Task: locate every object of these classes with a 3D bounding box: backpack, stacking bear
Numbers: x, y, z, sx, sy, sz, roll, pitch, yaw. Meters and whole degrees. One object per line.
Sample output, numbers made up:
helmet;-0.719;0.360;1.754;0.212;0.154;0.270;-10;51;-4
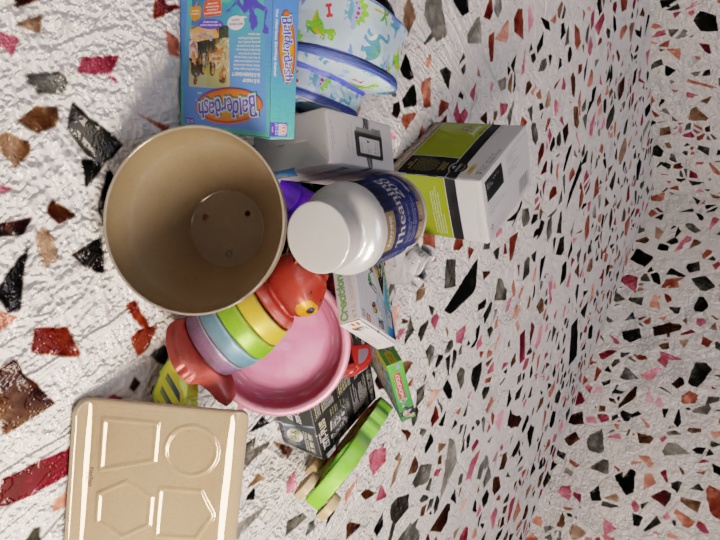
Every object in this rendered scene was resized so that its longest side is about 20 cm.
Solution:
backpack;-0.049;-0.272;0.829;0.182;0.199;0.148;5;97;-57
stacking bear;-0.130;0.055;0.815;0.199;0.114;0.122;-35;140;3

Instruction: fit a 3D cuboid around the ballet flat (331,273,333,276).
ballet flat;-0.001;-0.022;1.108;0.070;0.065;0.202;17;87;-60

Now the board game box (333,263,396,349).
board game box;0.000;0.000;0.934;0.126;0.034;0.202;40;37;-57

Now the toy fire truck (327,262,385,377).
toy fire truck;-0.011;0.058;0.999;0.140;0.049;0.202;-4;72;-41

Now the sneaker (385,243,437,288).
sneaker;0.077;-0.063;1.166;0.075;0.114;0.202;-23;120;-51

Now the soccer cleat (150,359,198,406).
soccer cleat;-0.227;0.205;0.829;0.065;0.083;0.202;7;95;-57

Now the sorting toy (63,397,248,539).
sorting toy;-0.241;0.246;0.780;0.036;0.198;0.187;-135;-128;-76

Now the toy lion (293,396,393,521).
toy lion;-0.016;0.297;1.089;0.192;0.069;0.200;-50;177;2

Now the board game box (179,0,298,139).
board game box;-0.141;-0.256;0.741;0.045;0.151;0.202;-15;114;-54

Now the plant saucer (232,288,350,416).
plant saucer;-0.112;0.096;0.901;0.051;0.199;0.203;-90;-171;-84

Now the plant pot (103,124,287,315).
plant pot;-0.172;-0.054;0.757;0.134;0.198;0.202;-8;110;-85

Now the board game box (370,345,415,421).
board game box;0.033;0.142;1.117;0.029;0.200;0.135;-22;127;-8

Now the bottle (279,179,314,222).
bottle;-0.089;-0.082;0.940;0.200;0.083;0.066;46;63;-51

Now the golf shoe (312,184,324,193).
golf shoe;-0.034;-0.119;1.020;0.092;0.072;0.201;-48;123;-27

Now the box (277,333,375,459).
box;-0.063;0.169;1.062;0.164;0.086;0.202;-41;133;-42

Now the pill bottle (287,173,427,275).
pill bottle;-0.002;-0.057;0.804;0.200;0.110;0.112;-25;121;-60

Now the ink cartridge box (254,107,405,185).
ink cartridge box;-0.034;-0.158;0.868;0.199;0.115;0.069;-5;90;-59

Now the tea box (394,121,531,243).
tea box;0.187;-0.172;1.220;0.200;0.195;0.134;-47;136;-36

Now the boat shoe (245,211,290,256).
boat shoe;-0.125;-0.025;0.919;0.072;0.067;0.200;-63;145;-20
